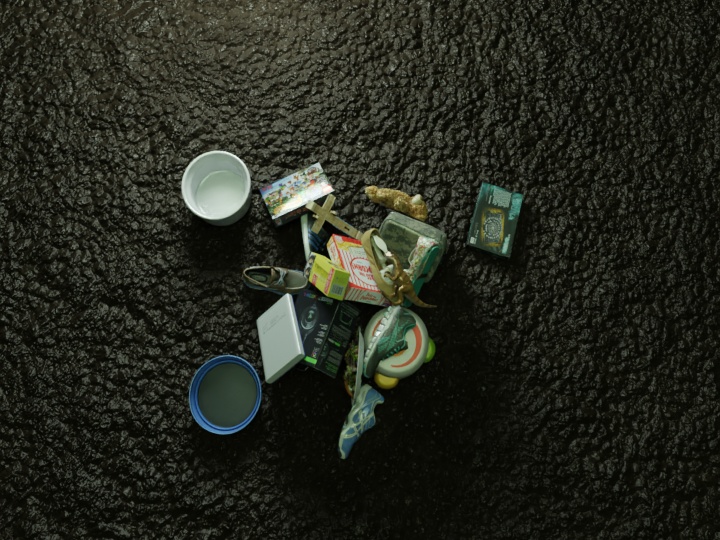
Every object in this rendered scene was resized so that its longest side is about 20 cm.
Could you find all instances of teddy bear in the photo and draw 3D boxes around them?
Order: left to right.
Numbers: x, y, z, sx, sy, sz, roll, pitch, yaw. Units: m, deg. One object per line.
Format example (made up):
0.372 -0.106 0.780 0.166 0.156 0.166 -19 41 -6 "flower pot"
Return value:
0.105 -0.205 1.586 0.196 0.144 0.069 23 98 21 "teddy bear"

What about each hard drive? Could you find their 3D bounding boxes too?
-0.215 0.178 1.464 0.131 0.025 0.203 -39 45 20 "hard drive"

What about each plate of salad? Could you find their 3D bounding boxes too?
-0.021 0.248 1.439 0.046 0.200 0.207 6 76 -2 "plate of salad"

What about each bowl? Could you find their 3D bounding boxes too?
-0.363 0.336 1.491 0.193 0.039 0.208 0 76 -1 "bowl"

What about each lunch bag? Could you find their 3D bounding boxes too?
0.147 -0.077 1.544 0.195 0.168 0.143 24 116 6 "lunch bag"

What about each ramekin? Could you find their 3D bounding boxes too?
-0.407 -0.229 1.594 0.193 0.098 0.208 0 76 -1 "ramekin"

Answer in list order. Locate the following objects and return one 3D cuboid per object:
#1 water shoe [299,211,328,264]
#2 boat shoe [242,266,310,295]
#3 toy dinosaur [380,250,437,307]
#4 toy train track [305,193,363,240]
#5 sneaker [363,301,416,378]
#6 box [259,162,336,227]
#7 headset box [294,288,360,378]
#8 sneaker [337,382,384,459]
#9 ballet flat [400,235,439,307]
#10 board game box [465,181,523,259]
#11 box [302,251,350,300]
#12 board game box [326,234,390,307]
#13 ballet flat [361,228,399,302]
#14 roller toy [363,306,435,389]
-0.127 -0.085 1.581 0.076 0.072 0.207 -8 77 -6 "water shoe"
-0.237 0.027 1.550 0.193 0.073 0.075 2 76 -1 "boat shoe"
0.113 0.048 1.388 0.105 0.060 0.203 -36 102 -9 "toy dinosaur"
-0.067 -0.139 1.564 0.197 0.032 0.117 30 87 -27 "toy train track"
0.075 0.184 1.382 0.089 0.078 0.204 27 81 12 "sneaker"
-0.182 -0.222 1.601 0.195 0.038 0.138 -26 52 -7 "box"
-0.117 0.170 1.466 0.171 0.092 0.205 10 73 45 "headset box"
-0.002 0.406 1.466 0.075 0.076 0.205 23 78 9 "sneaker"
0.145 -0.001 1.454 0.064 0.074 0.204 39 115 32 "ballet flat"
0.398 -0.147 1.633 0.131 0.028 0.206 17 76 2 "board game box"
-0.092 0.012 1.449 0.049 0.199 0.077 16 99 -28 "box"
0.000 0.000 1.497 0.148 0.047 0.203 12 40 -32 "board game box"
0.058 -0.015 1.435 0.067 0.063 0.204 -18 76 -35 "ballet flat"
0.091 0.198 1.485 0.197 0.140 0.185 -33 79 -8 "roller toy"
